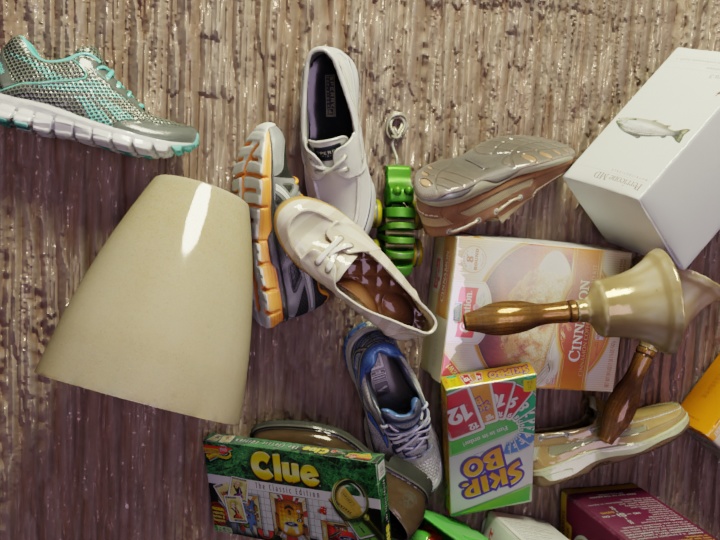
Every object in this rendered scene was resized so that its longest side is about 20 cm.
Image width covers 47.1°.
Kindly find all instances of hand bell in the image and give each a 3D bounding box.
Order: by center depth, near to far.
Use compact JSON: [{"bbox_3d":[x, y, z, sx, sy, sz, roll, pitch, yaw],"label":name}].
[{"bbox_3d":[0.203,0.042,0.817,0.199,0.104,0.105,-7,99,0],"label":"hand bell"},{"bbox_3d":[0.309,0.096,0.902,0.104,0.104,0.201,26,85,-15],"label":"hand bell"}]

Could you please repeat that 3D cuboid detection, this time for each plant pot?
[{"bbox_3d":[-0.173,0.022,0.761,0.187,0.187,0.201,18,80,-15],"label":"plant pot"}]

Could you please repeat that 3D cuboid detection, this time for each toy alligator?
[{"bbox_3d":[0.039,-0.065,0.852,0.059,0.054,0.201,1,97,-14],"label":"toy alligator"}]

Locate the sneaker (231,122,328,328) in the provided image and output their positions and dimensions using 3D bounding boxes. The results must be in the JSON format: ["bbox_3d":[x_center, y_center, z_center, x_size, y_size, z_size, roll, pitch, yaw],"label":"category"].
[{"bbox_3d":[-0.078,-0.047,0.823,0.077,0.078,0.201,-9,103,-25],"label":"sneaker"}]

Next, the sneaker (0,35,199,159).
[{"bbox_3d":[-0.245,-0.161,0.765,0.199,0.078,0.092,13,90,-16],"label":"sneaker"}]

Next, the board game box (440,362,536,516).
[{"bbox_3d":[0.137,0.190,0.883,0.095,0.030,0.201,-9,124,-5],"label":"board game box"}]

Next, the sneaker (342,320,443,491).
[{"bbox_3d":[0.038,0.155,0.864,0.077,0.085,0.201,-26,103,-9],"label":"sneaker"}]

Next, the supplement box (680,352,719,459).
[{"bbox_3d":[0.491,0.192,0.983,0.200,0.074,0.126,38,88,-15],"label":"supplement box"}]

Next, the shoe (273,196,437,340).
[{"bbox_3d":[0.000,0.000,0.796,0.200,0.053,0.070,41,80,-24],"label":"shoe"}]

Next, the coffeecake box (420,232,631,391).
[{"bbox_3d":[0.176,0.044,0.890,0.199,0.073,0.154,4,97,-13],"label":"coffeecake box"}]

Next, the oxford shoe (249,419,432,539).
[{"bbox_3d":[-0.026,0.214,0.840,0.199,0.085,0.073,23,135,1],"label":"oxford shoe"}]

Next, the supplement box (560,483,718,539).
[{"bbox_3d":[0.303,0.329,0.891,0.103,0.200,0.131,-1,96,-14],"label":"supplement box"}]

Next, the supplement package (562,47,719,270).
[{"bbox_3d":[0.338,-0.121,0.870,0.200,0.117,0.117,-48,123,-6],"label":"supplement package"}]

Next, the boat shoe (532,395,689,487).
[{"bbox_3d":[0.276,0.177,0.937,0.199,0.072,0.076,-18,86,-12],"label":"boat shoe"}]

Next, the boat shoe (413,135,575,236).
[{"bbox_3d":[0.139,-0.089,0.867,0.199,0.076,0.072,-18,127,-23],"label":"boat shoe"}]

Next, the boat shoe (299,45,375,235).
[{"bbox_3d":[-0.026,-0.120,0.813,0.072,0.066,0.201,1,97,13],"label":"boat shoe"}]

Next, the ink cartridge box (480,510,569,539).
[{"bbox_3d":[0.193,0.364,0.869,0.084,0.200,0.147,13,94,-17],"label":"ink cartridge box"}]

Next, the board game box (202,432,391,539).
[{"bbox_3d":[-0.065,0.221,0.815,0.199,0.023,0.105,0,101,27],"label":"board game box"}]

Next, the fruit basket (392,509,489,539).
[{"bbox_3d":[0.035,0.352,0.867,0.215,0.155,0.216,-6,103,-30],"label":"fruit basket"}]
